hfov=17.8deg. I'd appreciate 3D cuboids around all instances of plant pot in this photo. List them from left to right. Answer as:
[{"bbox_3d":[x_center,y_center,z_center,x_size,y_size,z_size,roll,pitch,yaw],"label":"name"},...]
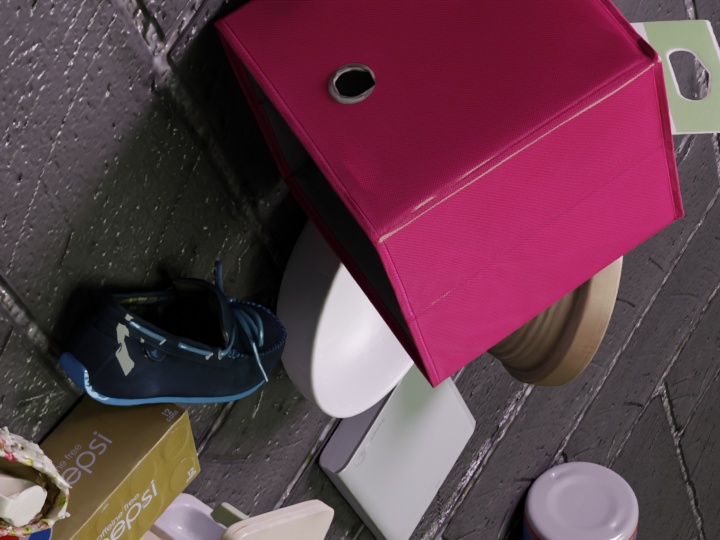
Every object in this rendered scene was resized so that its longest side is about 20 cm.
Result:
[{"bbox_3d":[0.116,-0.016,1.749,0.092,0.201,0.202,6,115,-20],"label":"plant pot"}]

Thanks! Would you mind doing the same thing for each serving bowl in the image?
[{"bbox_3d":[0.000,0.000,1.614,0.200,0.065,0.201,-45,149,-36],"label":"serving bowl"}]

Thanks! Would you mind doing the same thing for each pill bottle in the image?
[{"bbox_3d":[0.212,0.293,2.265,0.112,0.112,0.201,-45,150,-34],"label":"pill bottle"}]

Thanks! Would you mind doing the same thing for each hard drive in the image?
[{"bbox_3d":[0.033,0.139,1.865,0.132,0.026,0.200,-58,156,-13],"label":"hard drive"}]

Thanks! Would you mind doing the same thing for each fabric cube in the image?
[{"bbox_3d":[0.059,-0.090,1.412,0.198,0.197,0.200,-32,150,-5],"label":"fabric cube"}]

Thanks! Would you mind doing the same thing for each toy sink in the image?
[{"bbox_3d":[-0.126,0.221,1.527,0.130,0.112,0.201,-9,126,-61],"label":"toy sink"}]

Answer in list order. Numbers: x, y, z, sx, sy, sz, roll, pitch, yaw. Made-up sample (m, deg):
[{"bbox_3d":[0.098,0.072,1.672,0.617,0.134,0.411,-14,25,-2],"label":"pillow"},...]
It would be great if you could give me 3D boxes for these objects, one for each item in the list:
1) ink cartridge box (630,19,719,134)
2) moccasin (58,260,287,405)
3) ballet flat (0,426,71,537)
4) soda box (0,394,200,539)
[{"bbox_3d":[0.155,-0.118,1.596,0.146,0.198,0.048,-97,-172,-51],"label":"ink cartridge box"},{"bbox_3d":[-0.101,0.041,1.432,0.200,0.080,0.069,-13,137,-61],"label":"moccasin"},{"bbox_3d":[-0.227,0.119,1.283,0.200,0.064,0.076,4,109,-63],"label":"ballet flat"},{"bbox_3d":[-0.185,0.157,1.403,0.200,0.064,0.068,-49,152,-30],"label":"soda box"}]
